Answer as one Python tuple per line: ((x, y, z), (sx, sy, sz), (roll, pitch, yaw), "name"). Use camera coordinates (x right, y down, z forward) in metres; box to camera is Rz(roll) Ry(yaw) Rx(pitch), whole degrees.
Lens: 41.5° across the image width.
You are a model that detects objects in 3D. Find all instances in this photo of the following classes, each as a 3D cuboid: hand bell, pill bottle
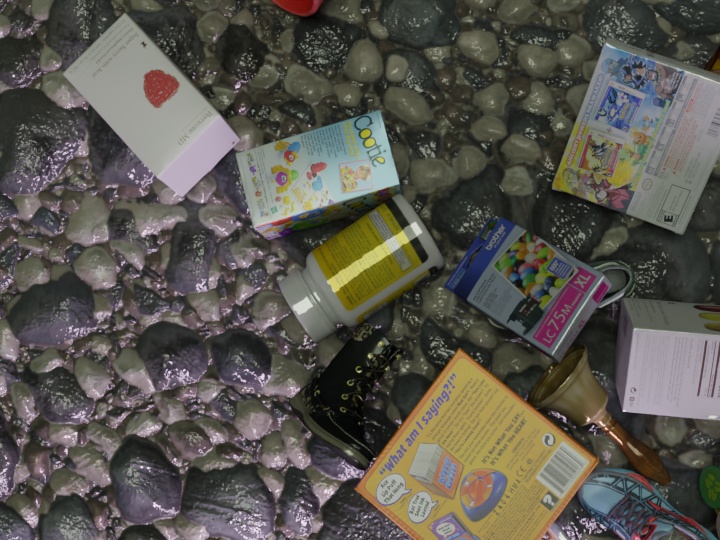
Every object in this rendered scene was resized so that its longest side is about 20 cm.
((0.318, 0.199, 1.199), (0.200, 0.104, 0.104), (43, 89, -2), "hand bell")
((0.000, 0.000, 1.236), (0.199, 0.114, 0.115), (-33, 80, 1), "pill bottle")

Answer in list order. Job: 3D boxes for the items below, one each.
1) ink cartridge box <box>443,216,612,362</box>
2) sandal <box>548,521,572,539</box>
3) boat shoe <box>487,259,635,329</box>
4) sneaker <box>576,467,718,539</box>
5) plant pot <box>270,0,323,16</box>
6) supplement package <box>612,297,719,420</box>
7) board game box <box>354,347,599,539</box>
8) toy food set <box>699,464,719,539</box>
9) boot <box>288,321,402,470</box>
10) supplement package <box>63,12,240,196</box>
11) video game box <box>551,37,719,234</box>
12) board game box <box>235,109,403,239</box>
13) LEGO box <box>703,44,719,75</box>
((0.203, 0.015, 1.210), (0.199, 0.042, 0.120), (34, 89, 37), "ink cartridge box")
((0.277, 0.396, 1.178), (0.059, 0.079, 0.207), (-41, 72, 1), "sandal")
((0.258, 0.029, 1.228), (0.197, 0.062, 0.074), (-14, 84, 6), "boat shoe")
((0.352, 0.306, 1.154), (0.198, 0.095, 0.080), (29, 93, 23), "sneaker")
((-0.079, -0.478, 1.277), (0.200, 0.201, 0.178), (37, 79, 10), "plant pot")
((0.419, 0.109, 1.160), (0.197, 0.114, 0.111), (4, 108, 6), "supplement package")
((0.138, 0.238, 1.146), (0.199, 0.200, 0.201), (38, 88, 9), "board game box")
((0.484, 0.287, 1.111), (0.048, 0.199, 0.202), (0, 53, -21), "toy food set")
((-0.003, 0.150, 1.188), (0.073, 0.203, 0.154), (43, 84, -25), "boot")
((-0.280, -0.222, 1.294), (0.121, 0.120, 0.200), (-44, 81, -1), "supplement package")
((0.360, -0.168, 1.203), (0.180, 0.047, 0.202), (20, 118, 7), "video game box")
((-0.050, -0.124, 1.263), (0.197, 0.103, 0.106), (-15, 81, 5), "board game box")
((0.535, -0.231, 1.180), (0.198, 0.149, 0.078), (26, 71, 10), "LEGO box")
